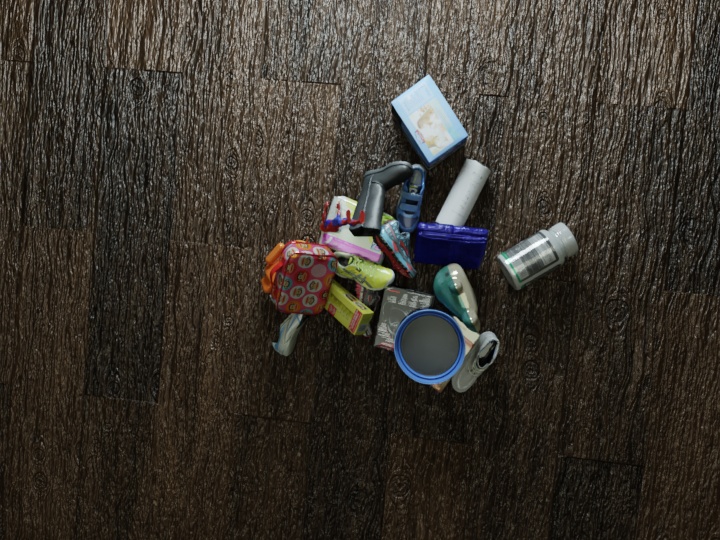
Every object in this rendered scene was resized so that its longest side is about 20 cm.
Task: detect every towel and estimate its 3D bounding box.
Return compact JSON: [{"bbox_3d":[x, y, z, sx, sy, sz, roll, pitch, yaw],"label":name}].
[{"bbox_3d":[0.250,-0.063,1.469,0.196,0.050,0.149,7,135,6],"label":"towel"}]

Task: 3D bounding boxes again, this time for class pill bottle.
[{"bbox_3d":[0.494,-0.041,1.454,0.198,0.113,0.114,-30,89,5],"label":"pill bottle"}]

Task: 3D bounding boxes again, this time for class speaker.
[{"bbox_3d":[0.290,-0.208,1.482,0.080,0.081,0.203,26,94,4],"label":"speaker"}]

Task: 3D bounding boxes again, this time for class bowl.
[{"bbox_3d":[0.191,0.209,1.444,0.196,0.039,0.205,0,90,10],"label":"bowl"}]

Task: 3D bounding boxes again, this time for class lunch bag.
[{"bbox_3d":[-0.166,0.023,1.424,0.173,0.082,0.203,5,119,-29],"label":"lunch bag"}]

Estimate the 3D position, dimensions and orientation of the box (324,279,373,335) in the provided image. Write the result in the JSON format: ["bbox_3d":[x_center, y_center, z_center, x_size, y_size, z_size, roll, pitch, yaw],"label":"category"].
[{"bbox_3d":[-0.053,0.097,1.486,0.199,0.050,0.076,39,114,34],"label":"box"}]

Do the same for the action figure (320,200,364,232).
[{"bbox_3d":[-0.059,-0.157,1.411,0.064,0.199,0.101,2,82,-29],"label":"action figure"}]

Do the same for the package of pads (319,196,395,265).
[{"bbox_3d":[-0.008,-0.117,1.519,0.197,0.068,0.157,20,94,4],"label":"package of pads"}]

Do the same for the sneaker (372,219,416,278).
[{"bbox_3d":[0.119,-0.061,1.475,0.096,0.079,0.201,-49,129,-15],"label":"sneaker"}]

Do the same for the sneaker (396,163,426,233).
[{"bbox_3d":[0.144,-0.209,1.495,0.072,0.082,0.204,9,94,2],"label":"sneaker"}]

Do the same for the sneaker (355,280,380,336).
[{"bbox_3d":[0.023,0.092,1.519,0.073,0.081,0.205,0,92,3],"label":"sneaker"}]

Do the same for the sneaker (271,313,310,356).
[{"bbox_3d":[-0.201,0.153,1.548,0.072,0.072,0.203,27,91,12],"label":"sneaker"}]

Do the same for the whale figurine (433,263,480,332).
[{"bbox_3d":[0.267,0.082,1.452,0.102,0.159,0.203,-23,58,12],"label":"whale figurine"}]

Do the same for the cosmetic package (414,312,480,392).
[{"bbox_3d":[0.247,0.234,1.500,0.102,0.087,0.202,33,95,5],"label":"cosmetic package"}]

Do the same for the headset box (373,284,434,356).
[{"bbox_3d":[0.123,0.153,1.514,0.146,0.077,0.204,11,94,5],"label":"headset box"}]

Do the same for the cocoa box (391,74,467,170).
[{"bbox_3d":[0.190,-0.409,1.457,0.132,0.131,0.202,-33,89,6],"label":"cocoa box"}]

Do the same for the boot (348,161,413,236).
[{"bbox_3d":[0.058,-0.192,1.424,0.163,0.066,0.203,-11,50,38],"label":"boot"}]

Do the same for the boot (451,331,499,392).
[{"bbox_3d":[0.327,0.267,1.490,0.073,0.096,0.202,30,95,3],"label":"boot"}]

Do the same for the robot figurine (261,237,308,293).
[{"bbox_3d":[-0.198,-0.005,1.519,0.200,0.117,0.144,-43,86,6],"label":"robot figurine"}]

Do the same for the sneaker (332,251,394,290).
[{"bbox_3d":[0.000,0.000,1.456,0.196,0.077,0.077,13,71,21],"label":"sneaker"}]
